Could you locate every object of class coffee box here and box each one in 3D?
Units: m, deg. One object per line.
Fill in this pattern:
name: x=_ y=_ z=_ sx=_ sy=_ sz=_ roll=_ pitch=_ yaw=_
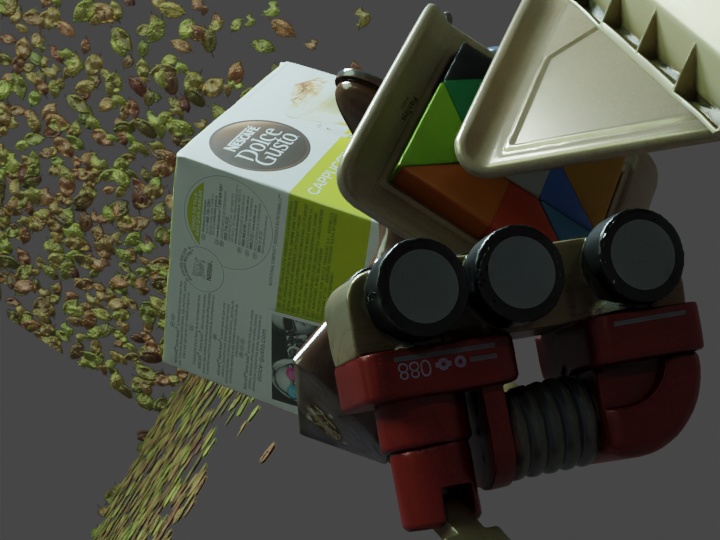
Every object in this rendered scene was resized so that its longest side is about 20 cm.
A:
coffee box: x=-0.030 y=-0.023 z=1.299 sx=0.200 sy=0.196 sz=0.202 roll=-49 pitch=-27 yaw=-52

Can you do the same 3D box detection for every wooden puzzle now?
wooden puzzle: x=0.173 y=-0.121 z=0.956 sx=0.198 sy=0.037 sz=0.186 roll=-3 pitch=40 yaw=29
wooden puzzle: x=0.096 y=-0.062 z=0.991 sx=0.037 sy=0.199 sz=0.186 roll=-46 pitch=12 yaw=46

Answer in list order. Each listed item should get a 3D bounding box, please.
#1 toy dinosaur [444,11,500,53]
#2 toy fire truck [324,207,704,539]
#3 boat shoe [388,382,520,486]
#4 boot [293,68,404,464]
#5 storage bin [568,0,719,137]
toy dinosaur: x=0.141 y=-0.136 z=1.157 sx=0.200 sy=0.179 sz=0.106 roll=-28 pitch=-51 yaw=-76
toy fire truck: x=0.088 y=0.081 z=0.762 sx=0.129 sy=0.174 sz=0.203 roll=148 pitch=113 yaw=-72
boat shoe: x=0.056 y=0.105 z=1.078 sx=0.065 sy=0.071 sz=0.200 roll=-53 pitch=16 yaw=-17
boot: x=0.000 y=0.000 z=1.014 sx=0.201 sy=0.186 sz=0.064 roll=-52 pitch=21 yaw=-22
storage bin: x=0.222 y=-0.170 z=0.796 sx=0.199 sy=0.093 sz=0.200 roll=-54 pitch=30 yaw=16
